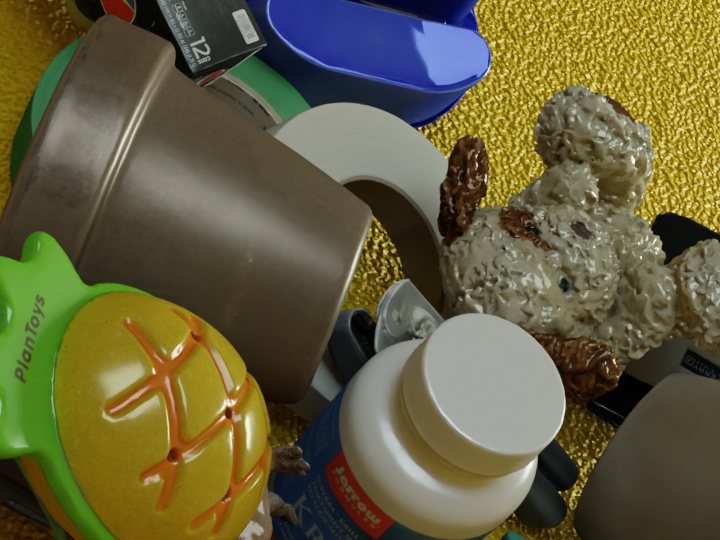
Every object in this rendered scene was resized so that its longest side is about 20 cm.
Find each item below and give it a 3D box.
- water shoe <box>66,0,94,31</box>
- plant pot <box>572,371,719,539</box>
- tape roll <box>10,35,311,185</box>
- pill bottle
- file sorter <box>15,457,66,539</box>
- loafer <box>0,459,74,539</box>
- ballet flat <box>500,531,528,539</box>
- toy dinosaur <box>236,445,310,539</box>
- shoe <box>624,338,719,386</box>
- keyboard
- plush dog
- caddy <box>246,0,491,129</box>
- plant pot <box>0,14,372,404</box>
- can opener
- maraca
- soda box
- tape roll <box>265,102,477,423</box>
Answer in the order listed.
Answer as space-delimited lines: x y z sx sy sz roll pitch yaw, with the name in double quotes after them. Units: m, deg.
-0.124 -0.227 1.428 0.071 0.079 0.200 36 73 -4 "water shoe"
0.228 0.151 1.266 0.173 0.200 0.200 35 45 21 "plant pot"
-0.111 -0.059 1.320 0.200 0.048 0.201 15 50 -18 "tape roll"
0.026 0.106 1.163 0.112 0.200 0.112 14 54 -19 "pill bottle"
-0.261 0.141 1.029 0.200 0.139 0.123 -19 69 -37 "file sorter"
-0.150 0.121 1.167 0.200 0.063 0.072 34 17 -7 "loafer"
0.144 0.230 1.220 0.070 0.067 0.200 -24 68 5 "ballet flat"
-0.066 0.173 1.096 0.135 0.086 0.200 -33 92 -25 "toy dinosaur"
0.224 0.042 1.391 0.200 0.072 0.091 35 26 23 "shoe"
0.228 0.050 1.439 0.127 0.021 0.200 28 48 2 "keyboard"
0.115 0.004 1.292 0.172 0.160 0.200 -5 55 -49 "plush dog"
-0.003 -0.172 1.428 0.200 0.105 0.142 12 74 -21 "caddy"
-0.091 -0.014 1.139 0.174 0.200 0.200 21 48 -1 "plant pot"
0.053 0.080 1.261 0.200 0.067 0.053 50 48 -37 "can opener"
-0.114 0.066 1.010 0.200 0.107 0.137 43 41 -42 "maraca"
-0.139 -0.203 1.298 0.063 0.071 0.200 -26 90 -39 "soda box"
0.000 0.000 1.293 0.203 0.037 0.203 16 65 -38 "tape roll"
